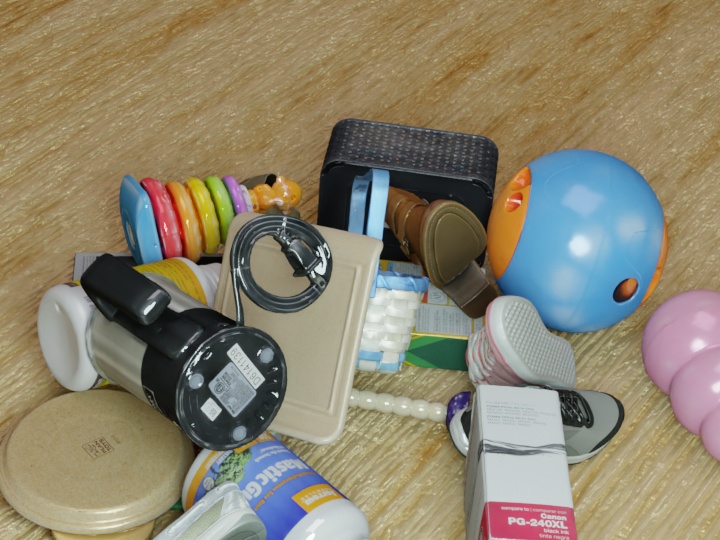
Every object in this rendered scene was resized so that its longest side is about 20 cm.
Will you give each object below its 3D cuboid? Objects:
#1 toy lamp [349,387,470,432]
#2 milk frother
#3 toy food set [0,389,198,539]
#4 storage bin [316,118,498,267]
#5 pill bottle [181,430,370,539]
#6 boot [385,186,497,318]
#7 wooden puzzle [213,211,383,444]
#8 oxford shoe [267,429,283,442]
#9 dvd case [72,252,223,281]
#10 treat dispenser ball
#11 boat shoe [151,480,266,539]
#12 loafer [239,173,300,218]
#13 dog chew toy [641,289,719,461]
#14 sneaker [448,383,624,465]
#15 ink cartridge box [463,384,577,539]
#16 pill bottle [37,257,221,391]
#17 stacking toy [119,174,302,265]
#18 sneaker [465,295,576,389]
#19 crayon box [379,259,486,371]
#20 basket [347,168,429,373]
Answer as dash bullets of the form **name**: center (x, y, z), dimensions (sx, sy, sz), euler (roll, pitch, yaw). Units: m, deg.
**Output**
- **toy lamp**: center (0.012, 0.134, 1.663), dimensions (0.198, 0.059, 0.058), euler (8, 38, 5)
- **milk frother**: center (-0.141, 0.037, 1.516), dimensions (0.199, 0.182, 0.188), euler (-31, 32, -25)
- **toy food set**: center (-0.252, 0.189, 1.571), dimensions (0.199, 0.049, 0.198), euler (26, 43, 25)
- **storage bin**: center (0.054, -0.086, 1.880), dimensions (0.198, 0.136, 0.094), euler (7, 38, 3)
- **pill bottle**: center (-0.063, 0.238, 1.479), dimensions (0.112, 0.113, 0.200), euler (-28, 48, -35)
- **boot**: center (0.072, -0.049, 1.714), dimensions (0.077, 0.200, 0.155), euler (-40, 56, 0)
- **wooden puzzle**: center (-0.070, 0.053, 1.565), dimensions (0.184, 0.202, 0.037), euler (12, -3, 36)
- **oxford shoe**: center (-0.146, 0.143, 1.640), dimensions (0.075, 0.058, 0.199), euler (-31, 35, -28)
- **dvd case**: center (-0.220, 0.035, 1.790), dimensions (0.198, 0.025, 0.151), euler (0, 39, -6)
- **treat dispenser ball**: center (0.237, -0.032, 1.780), dimensions (0.199, 0.202, 0.202), euler (3, 38, -2)
- **boat shoe**: center (-0.177, 0.265, 1.420), dimensions (0.202, 0.075, 0.065), euler (-38, 50, -1)
- **loafer**: center (-0.104, -0.051, 1.855), dimensions (0.067, 0.076, 0.200), euler (-41, 42, 11)
- **dog chew toy**: center (0.371, 0.117, 1.680), dimensions (0.124, 0.125, 0.201), euler (-6, 47, -13)
- **sneaker**: center (0.188, 0.149, 1.622), dimensions (0.199, 0.079, 0.074), euler (-3, 57, -31)
- **ink cartridge box**: center (0.143, 0.224, 1.490), dimensions (0.083, 0.146, 0.201), euler (3, 38, -1)
- **pill bottle**: center (-0.222, 0.050, 1.658), dimensions (0.199, 0.110, 0.109), euler (-15, 41, -37)
- **stacking toy**: center (-0.159, -0.065, 1.781), dimensions (0.199, 0.117, 0.110), euler (-17, 22, -15)
- **sneaker**: center (0.142, 0.083, 1.645), dimensions (0.104, 0.200, 0.076), euler (-5, 70, 25)
- **crayon box**: center (0.038, 0.045, 1.782), dimensions (0.198, 0.052, 0.126), euler (6, 38, 0)
- **basket**: center (0.000, 0.000, 1.642), dimensions (0.138, 0.202, 0.176), euler (10, -2, -5)
